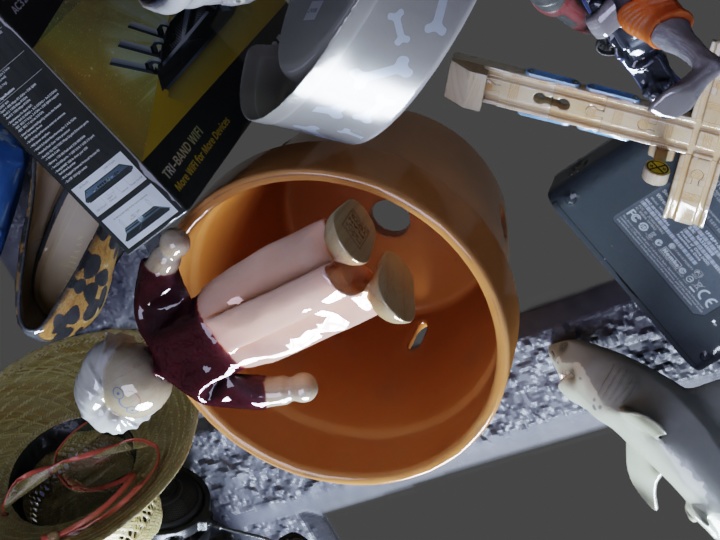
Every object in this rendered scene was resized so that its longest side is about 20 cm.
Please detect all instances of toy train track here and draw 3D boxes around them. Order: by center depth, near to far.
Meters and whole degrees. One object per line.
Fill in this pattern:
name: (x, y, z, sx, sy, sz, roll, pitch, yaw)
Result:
toy train track: (0.142, -0.075, 1.396, 0.200, 0.033, 0.115, 15, 126, 6)

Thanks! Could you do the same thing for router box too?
router box: (-0.124, -0.126, 1.397, 0.157, 0.200, 0.052, 46, 127, -13)

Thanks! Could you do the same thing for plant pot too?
plant pot: (0.000, 0.000, 1.470, 0.200, 0.140, 0.200, 8, 122, 13)

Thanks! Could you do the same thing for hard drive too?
hard drive: (0.222, -0.044, 1.435, 0.200, 0.033, 0.140, -33, 106, 32)

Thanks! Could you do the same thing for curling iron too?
curling iron: (0.106, -0.144, 1.338, 0.050, 0.200, 0.026, -3, 78, 25)

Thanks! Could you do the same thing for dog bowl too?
dog bowl: (0.011, -0.154, 1.345, 0.059, 0.200, 0.200, 26, 126, -16)

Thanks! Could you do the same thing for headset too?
headset: (-0.118, 0.186, 1.650, 0.200, 0.094, 0.124, -9, 118, 35)

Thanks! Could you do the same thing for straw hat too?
straw hat: (-0.165, 0.134, 1.585, 0.201, 0.201, 0.085, -12, 130, 24)

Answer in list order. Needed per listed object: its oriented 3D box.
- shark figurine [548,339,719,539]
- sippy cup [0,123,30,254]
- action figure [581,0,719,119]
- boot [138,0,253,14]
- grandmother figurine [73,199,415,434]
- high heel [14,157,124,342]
shark figurine: (0.209, 0.110, 1.503, 0.215, 0.089, 0.128, 50, 166, -8)
sippy cup: (-0.262, -0.061, 1.531, 0.130, 0.178, 0.140, 18, 96, -7)
action figure: (0.140, -0.152, 1.236, 0.105, 0.194, 0.200, -29, 121, 14)
boot: (-0.080, -0.173, 1.350, 0.095, 0.200, 0.074, -10, 101, -13)
grandmother figurine: (-0.074, 0.030, 1.395, 0.200, 0.061, 0.121, -29, 99, 28)
high heel: (-0.162, -0.064, 1.481, 0.071, 0.143, 0.200, 7, 122, 14)
